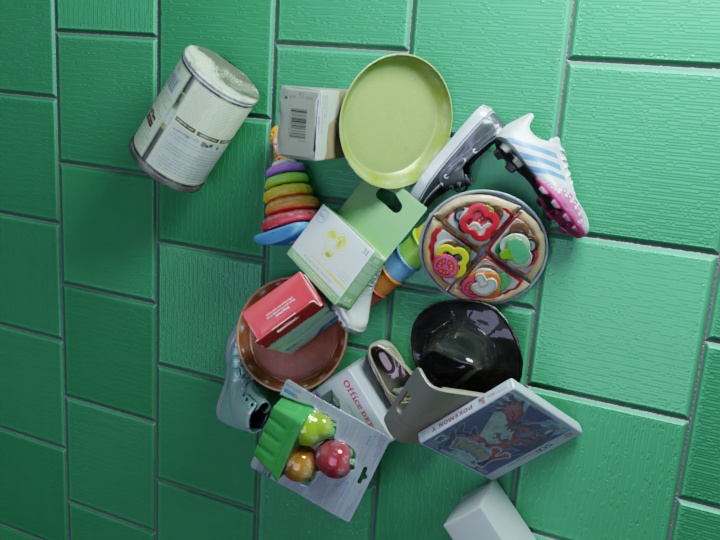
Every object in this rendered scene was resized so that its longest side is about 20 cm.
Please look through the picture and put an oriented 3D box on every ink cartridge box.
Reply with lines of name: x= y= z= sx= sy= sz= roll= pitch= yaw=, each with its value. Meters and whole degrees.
ink cartridge box: x=-0.110 y=0.069 z=1.235 sx=0.116 sy=0.200 sz=0.068 roll=-35 pitch=76 yaw=2
ink cartridge box: x=-0.009 y=-0.060 z=1.208 sx=0.201 sy=0.048 sz=0.145 roll=-53 pitch=52 yaw=9
ink cartridge box: x=-0.036 y=0.265 z=1.353 sx=0.199 sy=0.087 sz=0.146 roll=-35 pitch=85 yaw=25

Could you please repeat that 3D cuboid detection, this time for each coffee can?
coffee can: x=-0.286 y=-0.258 z=1.324 sx=0.146 sy=0.146 sz=0.200 roll=45 pitch=115 yaw=10

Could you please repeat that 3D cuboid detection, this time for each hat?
hat: x=0.154 y=0.143 z=1.230 sx=0.198 sy=0.081 sz=0.204 roll=11 pitch=112 yaw=28

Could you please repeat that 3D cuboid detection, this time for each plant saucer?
plant saucer: x=0.051 y=-0.227 z=1.177 sx=0.031 sy=0.197 sz=0.203 roll=32 pitch=119 yaw=58
plant saucer: x=-0.119 y=0.112 z=1.350 sx=0.197 sy=0.032 sz=0.204 roll=-1 pitch=78 yaw=6

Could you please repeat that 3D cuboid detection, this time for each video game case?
video game case: x=0.218 y=0.253 z=1.196 sx=0.181 sy=0.199 sz=0.023 roll=-36 pitch=40 yaw=26

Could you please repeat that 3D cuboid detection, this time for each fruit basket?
fruit basket: x=-0.069 y=0.301 z=1.293 sx=0.198 sy=0.094 sz=0.187 roll=25 pitch=111 yaw=3

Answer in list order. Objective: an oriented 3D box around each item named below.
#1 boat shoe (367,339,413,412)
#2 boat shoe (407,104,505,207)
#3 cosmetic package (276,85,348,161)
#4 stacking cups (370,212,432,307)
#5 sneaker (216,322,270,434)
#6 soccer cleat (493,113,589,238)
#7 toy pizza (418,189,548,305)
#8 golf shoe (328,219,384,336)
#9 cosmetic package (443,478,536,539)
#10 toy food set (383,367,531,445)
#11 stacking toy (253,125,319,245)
boat shoe: x=0.076 y=0.204 z=1.292 sx=0.072 sy=0.065 sz=0.201 roll=-36 pitch=82 yaw=5
boat shoe: x=0.152 y=-0.158 z=1.194 sx=0.066 sy=0.070 sz=0.201 roll=43 pitch=107 yaw=12
cosmetic package: x=-0.047 y=-0.229 z=1.190 sx=0.070 sy=0.199 sz=0.107 roll=12 pitch=107 yaw=24
stacking cups: x=0.066 y=-0.013 z=1.269 sx=0.200 sy=0.060 sz=0.061 roll=-40 pitch=83 yaw=29
sneaker: x=-0.189 y=0.191 z=1.387 sx=0.117 sy=0.073 sz=0.204 roll=15 pitch=95 yaw=43
soccer cleat: x=0.284 y=-0.142 z=1.133 sx=0.086 sy=0.070 sz=0.200 roll=-42 pitch=95 yaw=-7
toy pizza: x=0.187 y=-0.027 z=1.180 sx=0.197 sy=0.032 sz=0.203 roll=5 pitch=121 yaw=8
golf shoe: x=0.000 y=0.000 z=1.243 sx=0.096 sy=0.078 sz=0.203 roll=-18 pitch=69 yaw=41
cosmetic package: x=0.235 y=0.460 z=1.259 sx=0.085 sy=0.107 sz=0.201 roll=-38 pitch=83 yaw=27
toy food set: x=0.152 y=0.213 z=1.205 sx=0.197 sy=0.061 sz=0.144 roll=10 pitch=133 yaw=-19
stacking toy: x=-0.126 y=-0.147 z=1.310 sx=0.115 sy=0.109 sz=0.203 roll=-15 pitch=83 yaw=36
